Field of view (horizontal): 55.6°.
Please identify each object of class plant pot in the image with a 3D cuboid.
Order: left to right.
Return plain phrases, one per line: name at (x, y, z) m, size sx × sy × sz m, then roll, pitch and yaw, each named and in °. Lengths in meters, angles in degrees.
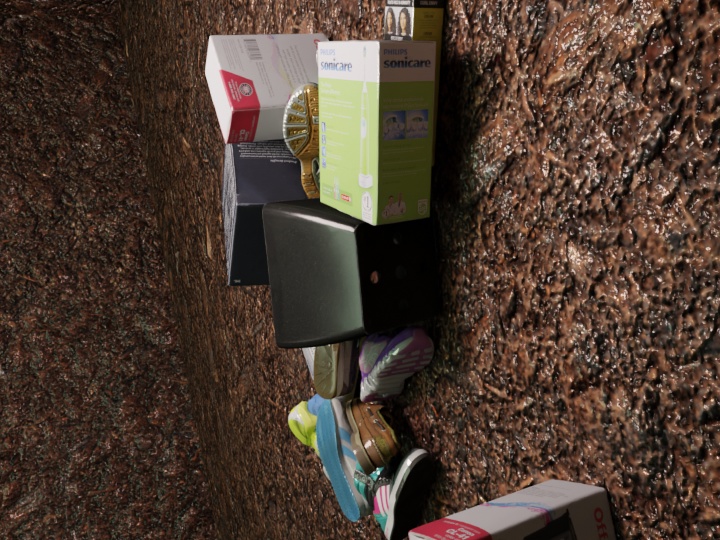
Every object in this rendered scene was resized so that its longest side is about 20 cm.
plant pot at (0.000, 0.000, 0.931) m, size 0.176 × 0.196 × 0.206 m, roll 6°, pitch 103°, yaw 53°

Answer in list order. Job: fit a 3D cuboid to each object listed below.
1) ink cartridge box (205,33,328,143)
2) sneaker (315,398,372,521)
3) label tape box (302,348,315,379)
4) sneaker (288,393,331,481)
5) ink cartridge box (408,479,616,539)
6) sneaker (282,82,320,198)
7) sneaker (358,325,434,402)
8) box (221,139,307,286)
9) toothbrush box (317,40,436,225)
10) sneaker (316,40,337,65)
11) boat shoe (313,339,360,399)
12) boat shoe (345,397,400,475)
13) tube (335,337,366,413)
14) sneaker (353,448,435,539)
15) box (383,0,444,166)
ink cartridge box at (-0.133, -0.291, 1.082) m, size 0.086 × 0.195 × 0.151 m, roll -57°, pitch 47°, yaw 54°
sneaker at (-0.016, 0.313, 1.161) m, size 0.076 × 0.079 × 0.204 m, roll -42°, pitch 63°, yaw 51°
label tape box at (-0.077, 0.119, 1.262) m, size 0.145 × 0.065 × 0.202 m, roll 66°, pitch 149°, yaw 31°
sneaker at (-0.038, 0.307, 1.240) m, size 0.201 × 0.105 × 0.075 m, roll 52°, pitch 142°, yaw -3°
ink cartridge box at (0.156, 0.303, 0.659) m, size 0.085 × 0.195 × 0.152 m, roll -20°, pitch 80°, yaw 63°
sneaker at (-0.062, -0.195, 0.987) m, size 0.202 × 0.073 × 0.089 m, roll 84°, pitch -166°, yaw -50°
sneaker at (0.041, 0.120, 1.001) m, size 0.201 × 0.078 × 0.090 m, roll 121°, pitch 142°, yaw -55°
box at (-0.166, -0.113, 1.147) m, size 0.202 × 0.120 × 0.202 m, roll 109°, pitch 156°, yaw -50°
toothbrush box at (0.016, -0.173, 0.835) m, size 0.145 × 0.084 × 0.206 m, roll 26°, pitch 122°, yaw 55°
sneaker at (-0.018, -0.274, 0.977) m, size 0.079 × 0.084 × 0.201 m, roll -56°, pitch 45°, yaw 26°
boat shoe at (-0.031, 0.097, 1.074) m, size 0.071 × 0.065 × 0.207 m, roll 5°, pitch 89°, yaw 40°
boat shoe at (0.023, 0.242, 1.039) m, size 0.073 × 0.067 × 0.200 m, roll 60°, pitch -179°, yaw -15°
tube at (-0.028, 0.161, 1.171) m, size 0.051 × 0.058 × 0.204 m, roll 24°, pitch 132°, yaw 20°
sneaker at (0.047, 0.310, 1.041) m, size 0.121 × 0.082 × 0.204 m, roll 46°, pitch 140°, yaw 37°
box at (0.063, -0.238, 0.869) m, size 0.075 × 0.049 × 0.205 m, roll 35°, pitch 129°, yaw 54°
